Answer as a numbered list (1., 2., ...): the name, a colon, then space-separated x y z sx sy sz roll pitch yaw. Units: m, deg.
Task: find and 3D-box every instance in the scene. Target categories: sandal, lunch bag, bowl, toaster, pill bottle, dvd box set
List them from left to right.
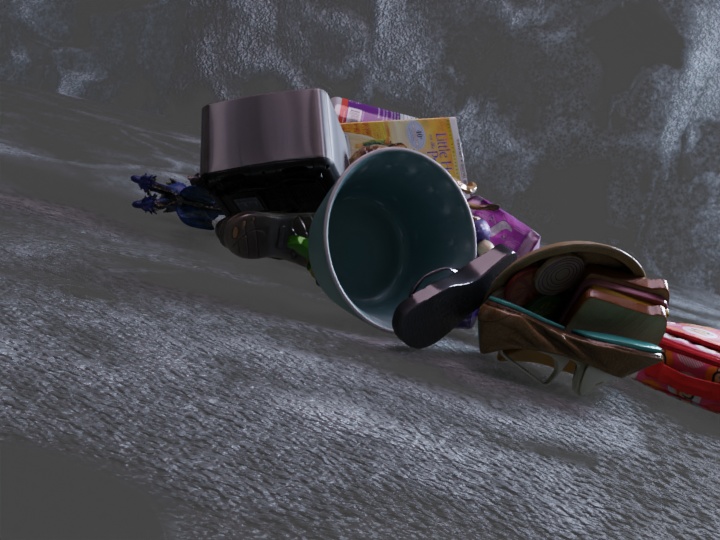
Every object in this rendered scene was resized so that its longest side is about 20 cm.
1. toaster: -0.113 -0.142 1.507 0.178 0.120 0.200 -8 -20 8
2. bowl: 0.021 -0.027 1.275 0.199 0.204 0.105 11 -12 -30
3. pill bottle: 0.034 -0.183 1.717 0.197 0.114 0.112 14 8 -7
4. dvd box set: 0.051 -0.143 1.630 0.197 0.148 0.029 -4 -18 -12
5. sandal: 0.094 0.025 1.224 0.043 0.077 0.199 33 37 27
6. lunch bag: 0.413 0.122 1.353 0.199 0.083 0.175 20 13 40

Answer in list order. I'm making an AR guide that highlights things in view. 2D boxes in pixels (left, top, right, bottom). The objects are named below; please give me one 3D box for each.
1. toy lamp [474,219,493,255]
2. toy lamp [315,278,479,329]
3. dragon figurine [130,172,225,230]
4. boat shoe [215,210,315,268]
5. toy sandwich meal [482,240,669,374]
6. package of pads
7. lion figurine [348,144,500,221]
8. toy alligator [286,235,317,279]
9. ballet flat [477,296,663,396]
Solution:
1. toy lamp: 0.198 0.019 1.440 0.058 0.059 0.200 6 35 -53
2. toy lamp: 0.045 0.023 1.363 0.198 0.059 0.058 17 8 16
3. dragon figurine: -0.227 -0.092 1.605 0.197 0.060 0.099 13 8 -13
4. boat shoe: -0.101 -0.049 1.504 0.198 0.076 0.073 10 8 -38
5. toy sandwich meal: 0.231 0.051 1.244 0.202 0.206 0.071 13 44 -20
6. package of pads: 0.191 -0.024 1.631 0.120 0.076 0.200 33 -10 16
7. lion figurine: 0.082 -0.119 1.527 0.199 0.073 0.122 16 -6 46
8. toy alligator: 0.000 0.000 1.459 0.197 0.060 0.054 15 -33 -4
9. ballet flat: 0.211 0.087 1.184 0.197 0.073 0.068 16 3 -8
